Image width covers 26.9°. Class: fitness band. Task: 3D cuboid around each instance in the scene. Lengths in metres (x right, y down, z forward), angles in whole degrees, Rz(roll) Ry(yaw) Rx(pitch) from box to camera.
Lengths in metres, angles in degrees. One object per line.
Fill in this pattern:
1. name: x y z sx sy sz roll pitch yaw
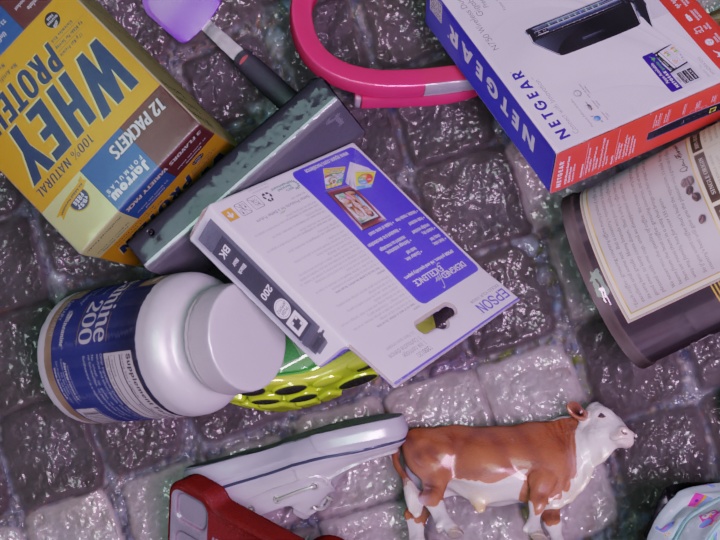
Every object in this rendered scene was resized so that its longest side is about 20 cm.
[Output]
1. fitness band: 0.040 -0.205 1.235 0.197 0.038 0.145 -4 66 -8

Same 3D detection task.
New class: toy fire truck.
1. toy fire truck: -0.092 0.278 1.208 0.167 0.112 0.202 23 120 34

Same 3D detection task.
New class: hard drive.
1. hard drive: -0.088 -0.070 1.220 0.200 0.140 0.033 -41 81 3

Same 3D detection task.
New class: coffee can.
1. coffee can: 0.273 -0.033 1.142 0.199 0.146 0.148 -27 83 20

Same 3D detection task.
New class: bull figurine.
1. bull figurine: 0.122 0.166 1.205 0.197 0.065 0.123 -4 53 15

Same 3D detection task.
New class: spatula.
1. spatula: -0.112 -0.190 1.283 0.057 0.021 0.200 -47 68 3

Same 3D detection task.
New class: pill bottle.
1. pill bottle: -0.157 0.061 1.191 0.199 0.110 0.113 -9 84 42

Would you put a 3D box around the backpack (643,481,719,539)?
1. backpack: 0.301 0.226 1.118 0.198 0.126 0.169 15 83 -33

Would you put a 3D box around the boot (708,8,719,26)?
1. boot: 0.352 -0.228 1.199 0.073 0.199 0.156 47 54 -22

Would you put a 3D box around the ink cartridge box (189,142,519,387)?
1. ink cartridge box: 0.000 0.000 1.171 0.200 0.198 0.044 43 127 15

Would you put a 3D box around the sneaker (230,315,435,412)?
1. sneaker: -0.036 0.060 1.248 0.198 0.074 0.084 -19 63 6

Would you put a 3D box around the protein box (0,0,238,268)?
1. protein box: -0.218 -0.123 1.212 0.200 0.199 0.135 45 93 8

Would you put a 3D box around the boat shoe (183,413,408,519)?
1. boat shoe: -0.048 0.170 1.239 0.198 0.073 0.068 -17 89 19

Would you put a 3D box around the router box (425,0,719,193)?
1. router box: 0.174 -0.175 1.168 0.178 0.049 0.201 -24 59 -15
